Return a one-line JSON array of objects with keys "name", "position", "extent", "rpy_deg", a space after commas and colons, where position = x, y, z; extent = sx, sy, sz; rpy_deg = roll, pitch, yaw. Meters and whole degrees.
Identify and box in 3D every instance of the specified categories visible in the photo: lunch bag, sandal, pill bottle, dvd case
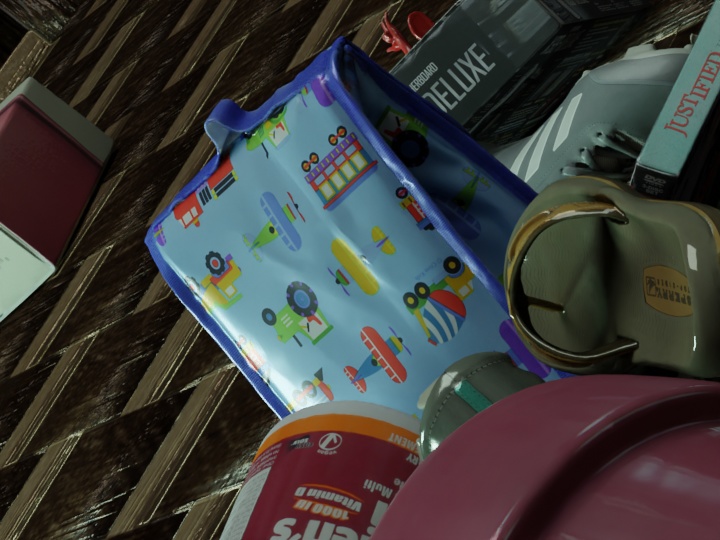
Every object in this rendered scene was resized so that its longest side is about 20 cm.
[{"name": "lunch bag", "position": [0.000, 0.000, 1.221], "extent": [0.151, 0.200, 0.094], "rpy_deg": [-41, 8, 38]}, {"name": "sandal", "position": [0.086, 0.008, 0.990], "extent": [0.054, 0.080, 0.200], "rpy_deg": [-12, 6, -15]}, {"name": "pill bottle", "position": [-0.020, 0.159, 1.120], "extent": [0.110, 0.110, 0.200], "rpy_deg": [-37, 21, 40]}, {"name": "dvd case", "position": [0.135, -0.035, 1.109], "extent": [0.200, 0.022, 0.146], "rpy_deg": [93, -158, -55]}]

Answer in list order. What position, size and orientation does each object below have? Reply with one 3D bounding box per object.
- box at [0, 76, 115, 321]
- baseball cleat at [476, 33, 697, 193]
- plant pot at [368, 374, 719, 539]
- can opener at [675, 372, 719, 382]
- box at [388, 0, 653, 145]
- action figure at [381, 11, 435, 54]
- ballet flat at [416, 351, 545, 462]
[{"name": "box", "position": [-0.326, -0.060, 2.439], "extent": [0.128, 0.109, 0.200], "rpy_deg": [-40, 20, 35]}, {"name": "baseball cleat", "position": [0.107, -0.037, 1.320], "extent": [0.200, 0.070, 0.107], "rpy_deg": [-32, 44, 48]}, {"name": "plant pot", "position": [0.118, 0.130, 0.697], "extent": [0.179, 0.200, 0.200], "rpy_deg": [3, 54, 52]}, {"name": "can opener", "position": [0.112, 0.097, 1.024], "extent": [0.200, 0.067, 0.053], "rpy_deg": [-56, 11, 35]}, {"name": "box", "position": [0.066, -0.100, 1.432], "extent": [0.158, 0.050, 0.200], "rpy_deg": [-45, -8, 21]}, {"name": "action figure", "position": [0.026, -0.128, 1.586], "extent": [0.065, 0.099, 0.200], "rpy_deg": [-35, -16, -19]}, {"name": "ballet flat", "position": [0.052, 0.071, 1.070], "extent": [0.067, 0.064, 0.200], "rpy_deg": [-47, -10, -10]}]
